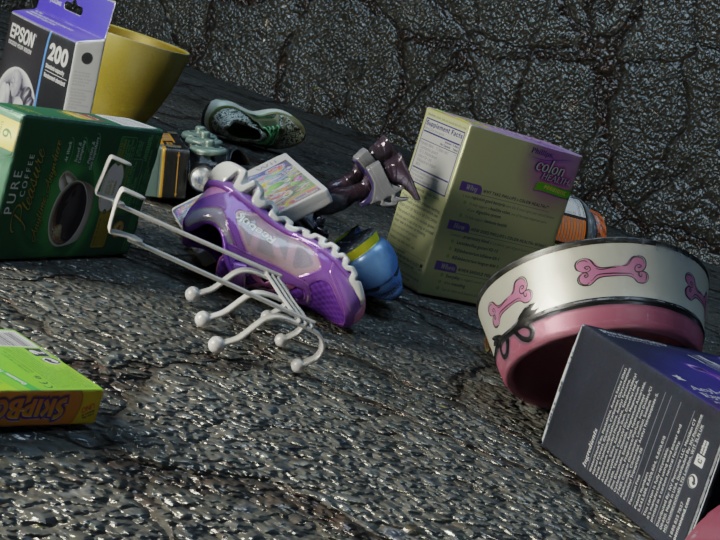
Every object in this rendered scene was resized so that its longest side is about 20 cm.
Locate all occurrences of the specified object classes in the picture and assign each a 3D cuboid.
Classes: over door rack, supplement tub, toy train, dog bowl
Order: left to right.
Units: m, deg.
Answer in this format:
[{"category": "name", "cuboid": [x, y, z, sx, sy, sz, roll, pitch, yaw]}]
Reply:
[{"category": "toy train", "cuboid": [-0.224, -0.129, 1.604, 0.112, 0.086, 0.200, 5, 13, -14]}, {"category": "over door rack", "cuboid": [-0.129, 0.002, 1.046, 0.199, 0.067, 0.148, 37, 3, -21]}, {"category": "supplement tub", "cuboid": [0.260, -0.063, 1.981, 0.198, 0.124, 0.122, 14, 11, -29]}, {"category": "dog bowl", "cuboid": [0.199, 0.053, 1.124, 0.197, 0.075, 0.201, -1, -29, -1]}]

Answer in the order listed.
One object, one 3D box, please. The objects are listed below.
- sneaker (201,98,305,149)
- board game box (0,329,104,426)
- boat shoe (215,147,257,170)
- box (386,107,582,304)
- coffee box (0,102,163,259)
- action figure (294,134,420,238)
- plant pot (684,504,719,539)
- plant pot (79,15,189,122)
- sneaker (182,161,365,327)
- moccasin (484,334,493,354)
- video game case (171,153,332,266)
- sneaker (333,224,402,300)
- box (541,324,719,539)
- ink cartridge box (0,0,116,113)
[{"category": "sneaker", "cuboid": [-0.180, -0.240, 2.346, 0.198, 0.078, 0.089, 6, 28, -31]}, {"category": "board game box", "cuboid": [-0.244, 0.055, 0.716, 0.095, 0.030, 0.199, 25, 9, 37]}, {"category": "boat shoe", "cuboid": [-0.168, -0.126, 1.722, 0.071, 0.068, 0.199, 5, 15, -46]}, {"category": "box", "cuboid": [0.140, -0.068, 1.568, 0.174, 0.202, 0.096, 11, 12, -33]}, {"category": "coffee box", "cuboid": [-0.251, -0.074, 1.126, 0.044, 0.124, 0.199, 23, 12, 22]}, {"category": "action figure", "cuboid": [-0.041, -0.069, 1.428, 0.198, 0.070, 0.130, -25, 17, -1]}, {"category": "plant pot", "cuboid": [0.223, 0.167, 0.534, 0.198, 0.203, 0.178, 11, -4, -34]}, {"category": "plant pot", "cuboid": [-0.369, -0.285, 1.987, 0.198, 0.144, 0.200, 18, 10, -3]}, {"category": "sneaker", "cuboid": [-0.086, -0.007, 1.220, 0.199, 0.081, 0.088, 39, 56, 12]}, {"category": "moccasin", "cuboid": [0.155, 0.054, 1.314, 0.077, 0.075, 0.201, 12, 10, 19]}, {"category": "video game case", "cuboid": [-0.116, -0.067, 1.375, 0.142, 0.018, 0.200, -27, 20, -7]}, {"category": "sneaker", "cuboid": [0.000, 0.000, 1.399, 0.079, 0.066, 0.200, 54, -7, -9]}, {"category": "box", "cuboid": [0.250, 0.130, 0.979, 0.146, 0.106, 0.200, 13, 12, -26]}, {"category": "ink cartridge box", "cuboid": [-0.373, -0.245, 1.599, 0.043, 0.203, 0.197, 6, 15, -40]}]
